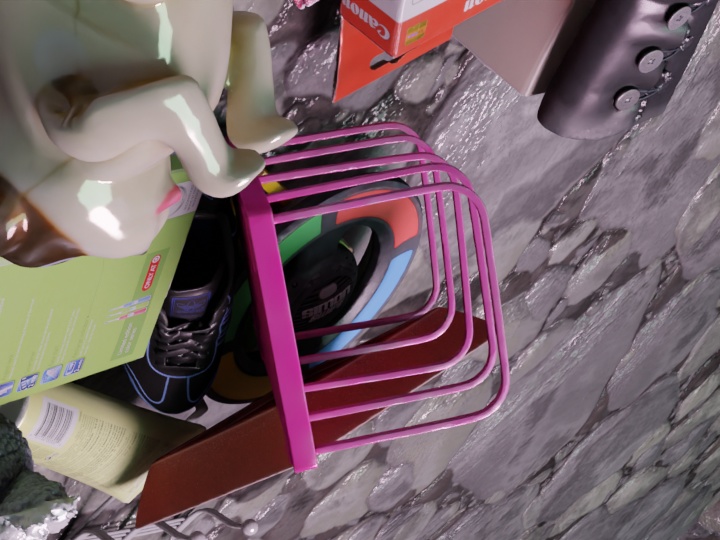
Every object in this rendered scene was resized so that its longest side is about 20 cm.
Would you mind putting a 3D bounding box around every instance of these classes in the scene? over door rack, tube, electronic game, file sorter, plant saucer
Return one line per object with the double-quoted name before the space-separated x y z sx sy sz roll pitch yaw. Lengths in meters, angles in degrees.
"over door rack" -0.126 0.165 1.133 0.148 0.067 0.200 1 129 -57
"tube" -0.176 0.106 0.958 0.200 0.058 0.052 36 53 -59
"electronic game" -0.035 0.015 1.026 0.200 0.042 0.200 -34 152 -21
"file sorter" 0.000 0.000 0.841 0.125 0.200 0.140 -11 107 -6
"plant saucer" -0.035 0.089 0.973 0.199 0.037 0.200 -29 -179 -43

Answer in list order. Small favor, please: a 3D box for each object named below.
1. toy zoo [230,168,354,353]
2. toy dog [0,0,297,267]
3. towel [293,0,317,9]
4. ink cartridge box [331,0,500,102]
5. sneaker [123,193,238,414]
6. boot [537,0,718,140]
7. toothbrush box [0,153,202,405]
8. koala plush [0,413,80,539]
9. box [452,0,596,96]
"toy zoo" -0.087 -0.001 0.998 0.131 0.020 0.200 -46 155 1
"toy dog" -0.115 -0.090 0.620 0.140 0.193 0.201 -89 -164 -61
"towel" 0.026 -0.243 0.801 0.146 0.030 0.200 -29 150 -32
"ink cartridge box" 0.046 -0.176 0.840 0.109 0.050 0.200 -32 150 -31
"sneaker" -0.109 0.019 0.886 0.070 0.078 0.201 -4 127 -12
"boot" 0.148 -0.158 0.896 0.164 0.066 0.200 -6 150 -22
"toothbrush box" -0.192 -0.006 0.761 0.200 0.086 0.146 -20 145 -43
"koala plush" -0.257 0.141 0.795 0.200 0.177 0.184 -35 143 -11
"box" 0.138 -0.215 0.950 0.068 0.082 0.200 -17 144 -46
